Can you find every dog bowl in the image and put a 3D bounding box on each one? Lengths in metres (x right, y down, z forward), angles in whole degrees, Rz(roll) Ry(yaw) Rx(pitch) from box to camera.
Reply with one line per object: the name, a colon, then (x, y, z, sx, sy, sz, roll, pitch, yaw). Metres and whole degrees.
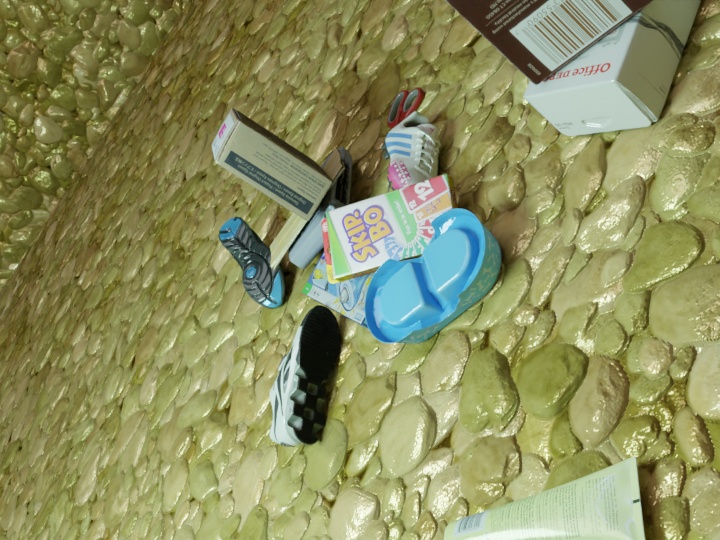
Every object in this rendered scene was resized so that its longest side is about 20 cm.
dog bowl: (0.089, 0.014, 1.095, 0.200, 0.049, 0.113, -42, 47, 29)

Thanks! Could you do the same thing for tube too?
tube: (0.165, 0.231, 0.812, 0.199, 0.052, 0.059, -30, 82, 36)

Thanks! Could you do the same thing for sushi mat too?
sushi mat: (-0.084, -0.096, 1.402, 0.201, 0.012, 0.096, -54, 17, 17)

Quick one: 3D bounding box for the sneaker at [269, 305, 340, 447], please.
sneaker: (-0.087, 0.143, 1.241, 0.088, 0.074, 0.203, -19, 48, 46)

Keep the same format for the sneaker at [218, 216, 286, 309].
sneaker: (-0.165, -0.008, 1.509, 0.073, 0.082, 0.201, -37, 52, 6)

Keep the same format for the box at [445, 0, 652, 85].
box: (0.200, -0.355, 0.994, 0.165, 0.163, 0.202, -34, 37, 36)

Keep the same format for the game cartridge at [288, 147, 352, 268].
game cartridge: (-0.065, -0.096, 1.426, 0.133, 0.041, 0.201, -45, 23, 29)

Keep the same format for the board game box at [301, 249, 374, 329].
board game box: (0.000, 0.000, 1.276, 0.137, 0.034, 0.199, -61, 29, -4)

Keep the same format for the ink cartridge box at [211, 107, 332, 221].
ink cartridge box: (-0.139, -0.165, 1.369, 0.076, 0.163, 0.200, -57, 17, 7)

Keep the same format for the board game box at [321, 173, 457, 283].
board game box: (0.034, -0.052, 1.184, 0.198, 0.030, 0.097, -17, 71, 26)

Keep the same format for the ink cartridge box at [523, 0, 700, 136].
ink cartridge box: (0.290, -0.266, 1.025, 0.146, 0.082, 0.202, 3, 66, 57)

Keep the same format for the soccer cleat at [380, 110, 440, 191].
soccer cleat: (0.080, -0.158, 1.262, 0.086, 0.069, 0.201, -46, 32, 21)

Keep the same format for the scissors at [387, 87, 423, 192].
scissors: (0.053, -0.200, 1.403, 0.073, 0.014, 0.203, -10, 57, 50)
